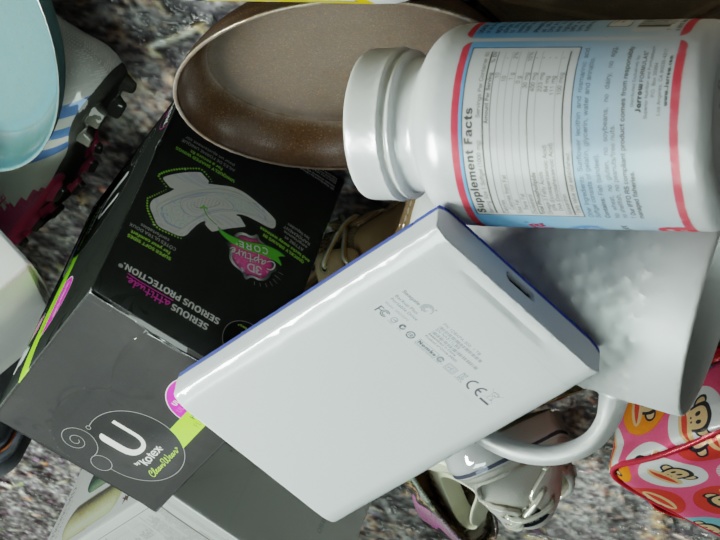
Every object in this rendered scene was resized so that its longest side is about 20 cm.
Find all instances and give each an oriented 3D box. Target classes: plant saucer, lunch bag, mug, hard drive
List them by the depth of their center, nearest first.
[{"bbox_3d":[0.013,0.056,1.237,0.200,0.025,0.132,-33,120,31],"label":"hard drive"},{"bbox_3d":[-0.006,-0.114,1.273,0.199,0.032,0.200,-1,156,-1],"label":"plant saucer"},{"bbox_3d":[0.115,0.013,1.288,0.175,0.201,0.148,17,-177,16],"label":"mug"},{"bbox_3d":[-0.246,-0.155,1.351,0.200,0.027,0.201,24,132,30],"label":"plant saucer"},{"bbox_3d":[0.258,0.123,1.413,0.200,0.082,0.176,28,145,-31],"label":"lunch bag"}]

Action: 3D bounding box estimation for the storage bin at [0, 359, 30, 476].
[{"bbox_3d":[-0.312,0.033,1.570,0.199,0.146,0.134,19,144,6],"label":"storage bin"}]

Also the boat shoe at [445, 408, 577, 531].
[{"bbox_3d":[0.105,0.133,1.454,0.071,0.070,0.200,-21,172,10],"label":"boat shoe"}]

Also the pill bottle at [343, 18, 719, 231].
[{"bbox_3d":[0.098,-0.076,1.178,0.199,0.109,0.109,2,139,23],"label":"pill bottle"}]

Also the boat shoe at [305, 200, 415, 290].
[{"bbox_3d":[0.000,0.000,1.429,0.064,0.071,0.200,26,145,-6],"label":"boat shoe"}]

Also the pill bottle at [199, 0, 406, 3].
[{"bbox_3d":[-0.017,-0.192,1.138,0.200,0.114,0.114,6,142,36],"label":"pill bottle"}]

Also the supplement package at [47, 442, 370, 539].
[{"bbox_3d":[-0.105,0.167,1.624,0.151,0.152,0.200,35,142,-16],"label":"supplement package"}]

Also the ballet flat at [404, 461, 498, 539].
[{"bbox_3d":[0.054,0.129,1.552,0.071,0.069,0.200,26,158,37],"label":"ballet flat"}]

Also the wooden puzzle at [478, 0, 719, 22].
[{"bbox_3d":[0.126,-0.181,1.172,0.200,0.037,0.185,43,140,-18],"label":"wooden puzzle"}]

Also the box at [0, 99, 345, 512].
[{"bbox_3d":[-0.116,0.016,1.384,0.124,0.200,0.149,32,132,-12],"label":"box"}]

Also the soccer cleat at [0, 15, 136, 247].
[{"bbox_3d":[-0.208,-0.093,1.436,0.086,0.070,0.200,40,140,1],"label":"soccer cleat"}]

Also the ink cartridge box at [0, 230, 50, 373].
[{"bbox_3d":[-0.314,-0.008,1.424,0.200,0.147,0.145,46,170,11],"label":"ink cartridge box"}]

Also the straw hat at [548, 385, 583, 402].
[{"bbox_3d":[0.088,0.051,1.424,0.201,0.201,0.085,-25,82,45],"label":"straw hat"}]
